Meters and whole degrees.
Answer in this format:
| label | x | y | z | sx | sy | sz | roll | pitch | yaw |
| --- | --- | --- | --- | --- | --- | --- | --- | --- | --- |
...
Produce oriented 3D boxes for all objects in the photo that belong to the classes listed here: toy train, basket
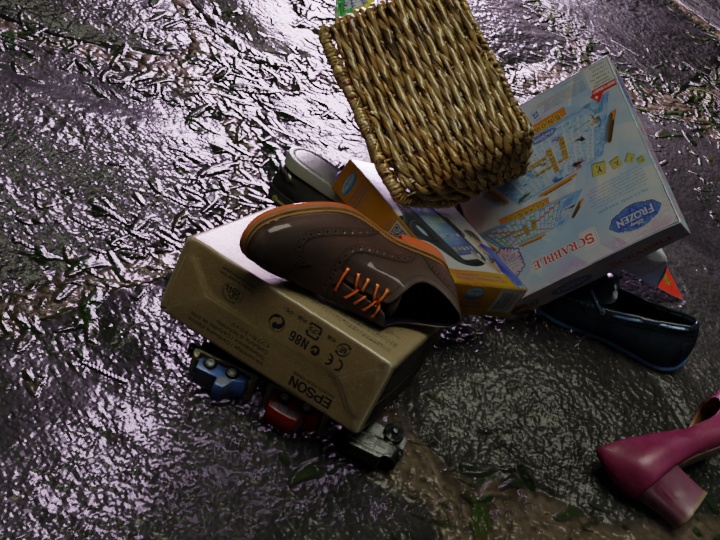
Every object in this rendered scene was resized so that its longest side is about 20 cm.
| label | x | y | z | sx | sy | sz | roll | pitch | yaw |
| --- | --- | --- | --- | --- | --- | --- | --- | --- | --- |
| toy train | -0.057 | 0.113 | 0.870 | 0.199 | 0.034 | 0.046 | 25 | 50 | 3 |
| basket | 0.061 | -0.160 | 1.034 | 0.148 | 0.143 | 0.201 | -25 | 77 | -2 |

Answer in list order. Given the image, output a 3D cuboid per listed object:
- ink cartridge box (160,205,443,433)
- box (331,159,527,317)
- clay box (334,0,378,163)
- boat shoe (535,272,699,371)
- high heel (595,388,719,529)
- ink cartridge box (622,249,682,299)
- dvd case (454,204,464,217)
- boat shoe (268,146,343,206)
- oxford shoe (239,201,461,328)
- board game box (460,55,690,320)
| label | x | y | z | sx | sy | sz | roll | pitch | yaw |
| --- | --- | --- | --- | --- | --- | --- | --- | --- | --- |
| ink cartridge box | -0.042 | 0.034 | 0.901 | 0.199 | 0.075 | 0.165 | 31 | 20 | 13 |
| box | 0.059 | -0.039 | 1.006 | 0.119 | 0.042 | 0.200 | 6 | 40 | -48 |
| clay box | 0.012 | -0.226 | 1.173 | 0.047 | 0.201 | 0.115 | -10 | 40 | 7 |
| boat shoe | 0.253 | 0.026 | 1.089 | 0.199 | 0.069 | 0.084 | 23 | 38 | 1 |
| high heel | 0.294 | 0.139 | 0.971 | 0.096 | 0.068 | 0.200 | 42 | 44 | 8 |
| ink cartridge box | 0.294 | -0.064 | 1.142 | 0.199 | 0.050 | 0.163 | 18 | 45 | -47 |
| dvd case | 0.116 | -0.083 | 1.155 | 0.199 | 0.025 | 0.151 | -1 | 61 | -28 |
| boat shoe | -0.003 | -0.041 | 1.054 | 0.201 | 0.061 | 0.072 | 39 | 25 | 7 |
| oxford shoe | 0.000 | 0.000 | 0.834 | 0.199 | 0.071 | 0.073 | 12 | 32 | -31 |
| board game box | 0.198 | -0.081 | 1.060 | 0.041 | 0.199 | 0.201 | 27 | 42 | -53 |
